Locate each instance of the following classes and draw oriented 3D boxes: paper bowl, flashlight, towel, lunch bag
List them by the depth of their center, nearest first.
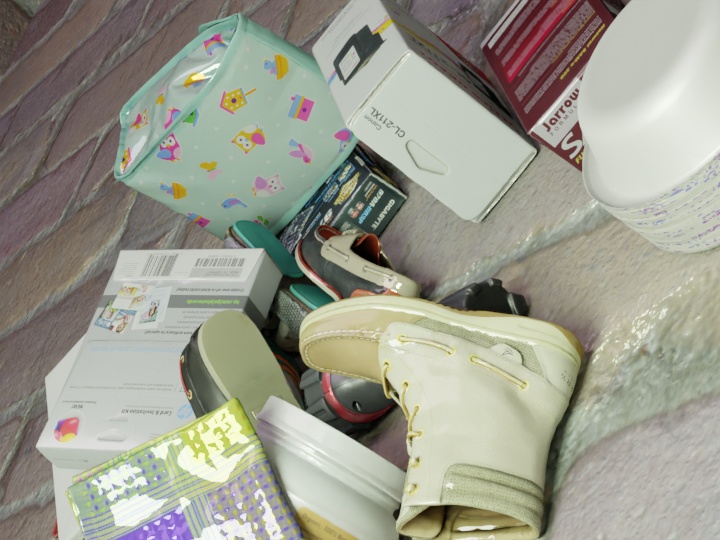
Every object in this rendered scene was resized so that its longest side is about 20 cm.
[{"bbox_3d":[0.221,-0.120,1.217,0.201,0.104,0.201,-44,26,28],"label":"paper bowl"},{"bbox_3d":[-0.103,0.199,1.228,0.143,0.023,0.201,-25,71,6],"label":"towel"},{"bbox_3d":[0.034,0.065,1.402,0.200,0.068,0.068,-33,31,47],"label":"flashlight"},{"bbox_3d":[-0.105,-0.136,1.712,0.200,0.170,0.122,-43,32,30],"label":"lunch bag"}]

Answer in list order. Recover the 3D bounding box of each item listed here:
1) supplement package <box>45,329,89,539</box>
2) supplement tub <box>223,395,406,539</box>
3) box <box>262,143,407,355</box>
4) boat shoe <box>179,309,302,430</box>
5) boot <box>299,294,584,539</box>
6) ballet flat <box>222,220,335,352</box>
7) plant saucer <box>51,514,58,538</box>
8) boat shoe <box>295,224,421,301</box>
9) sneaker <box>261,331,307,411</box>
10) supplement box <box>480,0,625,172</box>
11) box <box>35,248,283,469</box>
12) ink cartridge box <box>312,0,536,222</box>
[{"bbox_3d":[-0.188,0.140,1.653,0.156,0.111,0.201,-44,39,27],"label":"supplement package"},{"bbox_3d":[-0.062,0.205,1.306,0.201,0.144,0.145,-59,22,-7],"label":"supplement tub"},{"bbox_3d":[-0.050,-0.023,1.732,0.200,0.046,0.159,-54,22,7],"label":"box"},{"bbox_3d":[-0.079,0.132,1.447,0.073,0.202,0.063,-17,-15,-33],"label":"boat shoe"},{"bbox_3d":[0.038,0.101,1.235,0.199,0.072,0.155,6,58,18],"label":"boot"},{"bbox_3d":[-0.058,0.030,1.607,0.072,0.072,0.200,-54,48,5],"label":"ballet flat"},{"bbox_3d":[-0.226,0.156,1.871,0.200,0.037,0.201,-41,27,34],"label":"plant saucer"},{"bbox_3d":[0.000,0.000,1.555,0.063,0.071,0.200,-64,24,13],"label":"boat shoe"},{"bbox_3d":[-0.072,0.110,1.576,0.071,0.080,0.200,-45,44,14],"label":"sneaker"},{"bbox_3d":[0.165,-0.169,1.460,0.109,0.061,0.200,-51,21,17],"label":"supplement box"},{"bbox_3d":[-0.166,0.073,1.551,0.155,0.041,0.201,-1,53,30],"label":"box"},{"bbox_3d":[0.051,-0.143,1.551,0.083,0.146,0.200,-49,23,12],"label":"ink cartridge box"}]
